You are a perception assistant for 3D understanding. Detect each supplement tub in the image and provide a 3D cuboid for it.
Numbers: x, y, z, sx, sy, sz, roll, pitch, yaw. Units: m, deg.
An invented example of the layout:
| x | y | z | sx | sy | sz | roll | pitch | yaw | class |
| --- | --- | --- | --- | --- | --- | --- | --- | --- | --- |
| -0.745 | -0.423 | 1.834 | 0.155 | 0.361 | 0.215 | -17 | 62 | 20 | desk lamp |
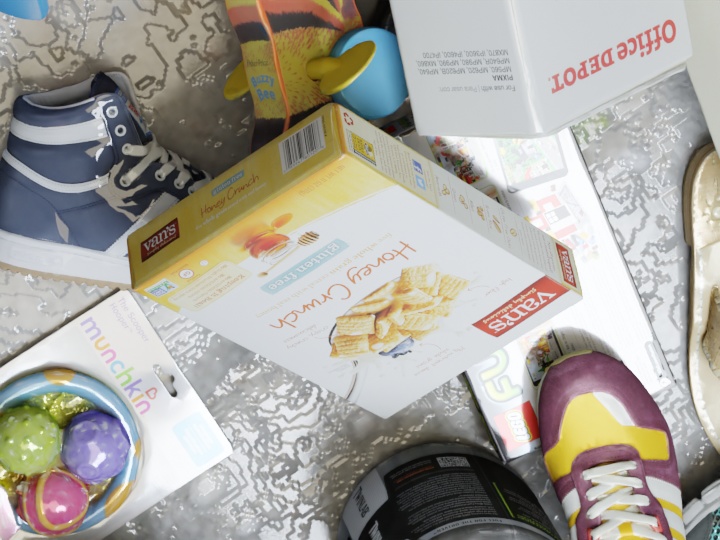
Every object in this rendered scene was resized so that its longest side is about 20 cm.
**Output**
| x | y | z | sx | sy | sz | roll | pitch | yaw | class |
| --- | --- | --- | --- | --- | --- | --- | --- | --- | --- |
| 0.057 | 0.177 | 1.357 | 0.122 | 0.200 | 0.123 | -2 | 103 | -7 | supplement tub |

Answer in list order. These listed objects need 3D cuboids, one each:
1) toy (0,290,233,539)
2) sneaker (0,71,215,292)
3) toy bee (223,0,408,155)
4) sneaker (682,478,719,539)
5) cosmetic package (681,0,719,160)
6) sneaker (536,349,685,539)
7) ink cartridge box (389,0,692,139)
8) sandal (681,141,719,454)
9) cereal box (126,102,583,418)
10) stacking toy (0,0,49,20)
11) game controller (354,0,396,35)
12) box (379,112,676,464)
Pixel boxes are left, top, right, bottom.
| x | y | z | sx | sy | sz | roll | pitch | yaw | class |
| --- | --- | --- | --- | --- | --- | --- | --- | --- | --- |
| -0.181 | 0.114 | 1.388 | 0.200 | 0.047 | 0.115 | -32 | 107 | 1 | toy |
| -0.098 | -0.045 | 1.350 | 0.199 | 0.070 | 0.109 | 7 | 104 | -7 | sneaker |
| -0.023 | -0.083 | 1.289 | 0.109 | 0.131 | 0.200 | -32 | 87 | -26 | toy bee |
| 0.243 | 0.148 | 1.413 | 0.077 | 0.091 | 0.200 | 21 | 120 | -33 | sneaker |
| 0.235 | -0.108 | 1.357 | 0.105 | 0.071 | 0.200 | -40 | 113 | -43 | cosmetic package |
| 0.147 | 0.142 | 1.378 | 0.075 | 0.090 | 0.201 | -17 | 103 | 4 | sneaker |
| 0.082 | -0.180 | 1.269 | 0.144 | 0.084 | 0.201 | -28 | 111 | -44 | ink cartridge box |
| 0.224 | 0.035 | 1.414 | 0.077 | 0.070 | 0.212 | -13 | 105 | -5 | sandal |
| 0.000 | 0.000 | 1.291 | 0.144 | 0.040 | 0.200 | -33 | 139 | 28 | cereal box |
| -0.156 | -0.236 | 1.289 | 0.116 | 0.110 | 0.200 | 37 | 85 | -3 | stacking toy |
| 0.014 | -0.189 | 1.352 | 0.104 | 0.042 | 0.200 | 25 | 99 | 2 | game controller |
| 0.088 | -0.005 | 1.403 | 0.110 | 0.035 | 0.200 | -24 | 106 | -2 | box |
